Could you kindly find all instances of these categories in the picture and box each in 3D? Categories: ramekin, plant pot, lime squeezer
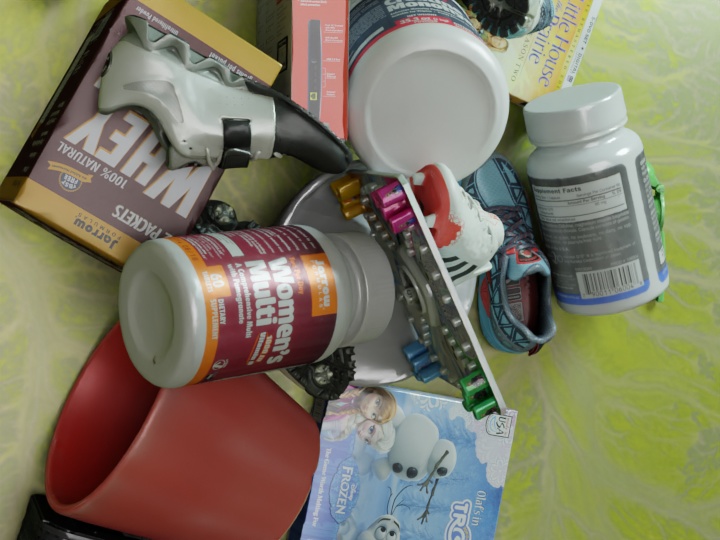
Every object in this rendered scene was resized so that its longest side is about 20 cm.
[{"bbox_3d":[0.000,0.000,1.279,0.200,0.094,0.205,-1,93,-18],"label":"ramekin"},{"bbox_3d":[-0.143,0.148,1.194,0.176,0.200,0.202,32,82,-26],"label":"plant pot"},{"bbox_3d":[0.278,-0.065,1.403,0.070,0.038,0.201,-39,104,-14],"label":"lime squeezer"}]

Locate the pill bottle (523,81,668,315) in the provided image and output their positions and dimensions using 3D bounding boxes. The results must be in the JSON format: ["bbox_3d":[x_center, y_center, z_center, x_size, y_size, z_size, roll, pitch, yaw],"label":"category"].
[{"bbox_3d":[0.222,-0.069,1.330,0.113,0.114,0.202,-20,107,-17],"label":"pill bottle"}]

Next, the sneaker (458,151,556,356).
[{"bbox_3d":[0.150,-0.019,1.330,0.078,0.095,0.202,-17,98,-18],"label":"sneaker"}]

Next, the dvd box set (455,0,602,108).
[{"bbox_3d":[0.130,-0.251,1.348,0.198,0.029,0.148,24,84,-18],"label":"dvd box set"}]

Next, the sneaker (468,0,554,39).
[{"bbox_3d":[0.123,-0.307,1.300,0.086,0.077,0.202,-7,77,-53],"label":"sneaker"}]

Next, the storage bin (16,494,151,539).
[{"bbox_3d":[-0.198,0.271,1.197,0.198,0.135,0.095,20,87,-19],"label":"storage bin"}]

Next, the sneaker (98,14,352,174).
[{"bbox_3d":[-0.104,-0.105,1.046,0.198,0.074,0.089,26,84,-10],"label":"sneaker"}]

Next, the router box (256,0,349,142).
[{"bbox_3d":[-0.053,-0.196,1.196,0.048,0.200,0.182,1,93,-12],"label":"router box"}]

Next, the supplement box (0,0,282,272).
[{"bbox_3d":[-0.190,-0.111,1.154,0.132,0.197,0.202,30,83,-18],"label":"supplement box"}]

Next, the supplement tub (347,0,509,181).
[{"bbox_3d":[0.044,-0.169,1.215,0.138,0.200,0.142,-3,116,-7],"label":"supplement tub"}]

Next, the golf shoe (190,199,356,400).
[{"bbox_3d":[-0.083,0.031,1.182,0.200,0.088,0.077,49,56,-2],"label":"golf shoe"}]

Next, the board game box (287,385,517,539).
[{"bbox_3d":[0.038,0.215,1.328,0.197,0.043,0.203,11,88,-21],"label":"board game box"}]

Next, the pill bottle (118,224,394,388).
[{"bbox_3d":[-0.076,0.023,1.068,0.198,0.109,0.111,-8,95,-39],"label":"pill bottle"}]

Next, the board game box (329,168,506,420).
[{"bbox_3d":[0.042,0.016,1.139,0.026,0.200,0.202,-25,100,-9],"label":"board game box"}]

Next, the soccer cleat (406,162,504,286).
[{"bbox_3d":[0.080,-0.038,1.158,0.084,0.200,0.069,-13,67,-5],"label":"soccer cleat"}]
